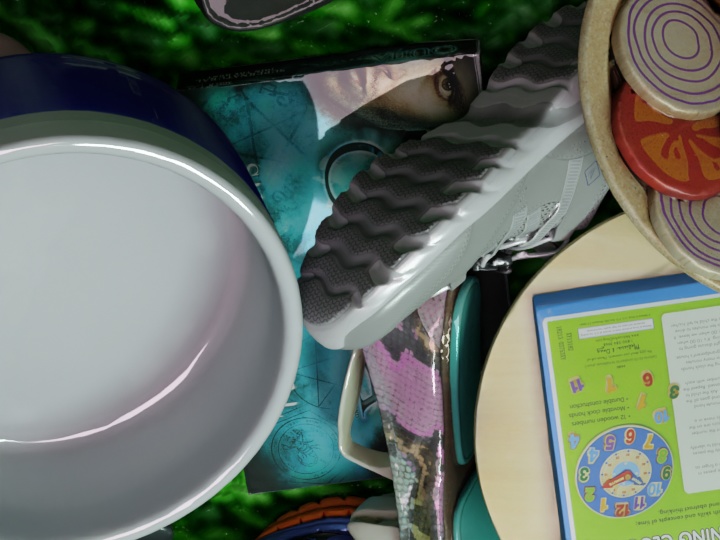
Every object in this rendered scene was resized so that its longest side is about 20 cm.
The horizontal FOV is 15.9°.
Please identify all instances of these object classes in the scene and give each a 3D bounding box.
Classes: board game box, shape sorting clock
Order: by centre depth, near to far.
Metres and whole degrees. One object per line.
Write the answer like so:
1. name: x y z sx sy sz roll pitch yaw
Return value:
1. shape sorting clock: 0.147 0.068 1.103 0.199 0.039 0.201 0 92 -4
2. board game box: 0.000 0.000 1.158 0.135 0.028 0.201 -7 113 4

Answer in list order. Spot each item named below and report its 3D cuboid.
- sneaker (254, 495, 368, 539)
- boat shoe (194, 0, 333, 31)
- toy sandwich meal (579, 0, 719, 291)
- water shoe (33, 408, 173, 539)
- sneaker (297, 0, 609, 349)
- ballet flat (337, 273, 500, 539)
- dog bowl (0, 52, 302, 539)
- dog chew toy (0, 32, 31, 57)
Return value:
1. sneaker: -0.069 0.174 1.207 0.200 0.079 0.075 -31 109 13
2. boat shoe: 0.008 -0.164 1.071 0.201 0.063 0.074 -34 111 16
3. toy sandwich meal: 0.187 -0.083 1.048 0.204 0.070 0.206 3 79 -17
4. water shoe: -0.138 0.048 1.163 0.079 0.072 0.201 -15 122 4
5. sneaker: 0.061 -0.025 1.084 0.200 0.075 0.082 -40 122 -18
6. ballet flat: 0.026 0.089 1.152 0.071 0.069 0.201 0 112 21
7. dog bowl: -0.128 0.016 1.054 0.199 0.079 0.201 -7 122 -12
8. dog chew toy: -0.220 -0.085 1.081 0.199 0.125 0.125 21 112 -17
